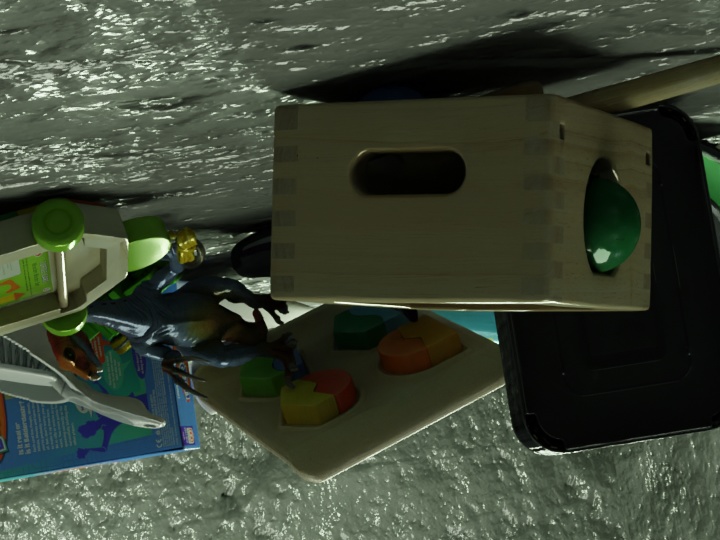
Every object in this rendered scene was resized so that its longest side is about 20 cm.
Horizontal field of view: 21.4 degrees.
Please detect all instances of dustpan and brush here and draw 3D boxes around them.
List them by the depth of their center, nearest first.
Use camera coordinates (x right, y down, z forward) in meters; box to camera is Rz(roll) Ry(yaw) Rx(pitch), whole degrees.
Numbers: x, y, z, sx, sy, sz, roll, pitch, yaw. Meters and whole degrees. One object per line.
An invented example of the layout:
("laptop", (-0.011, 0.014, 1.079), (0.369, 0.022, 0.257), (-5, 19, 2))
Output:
("dustpan and brush", (-0.244, 0.078, 1.466), (0.198, 0.058, 0.140), (12, 155, -5))

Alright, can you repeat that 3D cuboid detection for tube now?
("tube", (0.049, 0.041, 1.687), (0.198, 0.051, 0.077), (2, 165, -20))

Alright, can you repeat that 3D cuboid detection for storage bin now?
("storage bin", (0.152, 0.008, 1.191), (0.134, 0.202, 0.094), (-9, 175, -1))

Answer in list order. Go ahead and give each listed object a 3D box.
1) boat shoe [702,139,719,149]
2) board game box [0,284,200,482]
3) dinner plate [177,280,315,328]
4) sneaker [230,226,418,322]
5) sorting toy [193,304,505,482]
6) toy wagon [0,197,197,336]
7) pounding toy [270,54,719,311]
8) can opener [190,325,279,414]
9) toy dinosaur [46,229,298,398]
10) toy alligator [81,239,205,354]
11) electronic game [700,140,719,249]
("boat shoe", (0.167, -0.051, 1.343), (0.198, 0.063, 0.075), (-25, 170, 2))
("board game box", (-0.238, 0.085, 1.539), (0.198, 0.154, 0.045), (-10, 174, 13))
("dinner plate", (-0.112, 0.043, 1.658), (0.198, 0.025, 0.200), (8, 169, 2))
("sneaker", (0.000, 0.000, 1.413), (0.198, 0.089, 0.074), (-11, 173, 15))
("sorting toy", (-0.011, 0.071, 1.413), (0.184, 0.037, 0.200), (-26, -152, -20))
("toy wagon", (-0.201, 0.000, 1.205), (0.198, 0.040, 0.155), (-18, 161, -15))
("pounding toy", (0.083, -0.051, 1.009), (0.198, 0.144, 0.184), (0, 178, 27))
("can opener", (-0.045, 0.069, 1.562), (0.198, 0.054, 0.067), (-18, -168, -18))
("toy dinosaur", (-0.136, 0.050, 1.358), (0.179, 0.106, 0.200), (0, 164, -14))
("toy alligator", (-0.164, 0.008, 1.446), (0.200, 0.059, 0.054), (-35, -164, 45))
("electronic game", (0.188, 0.000, 1.297), (0.198, 0.202, 0.042), (-9, -155, -4))
